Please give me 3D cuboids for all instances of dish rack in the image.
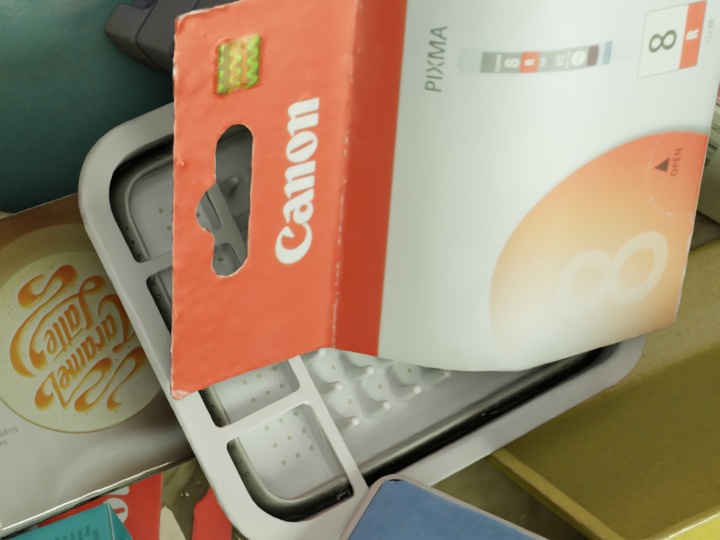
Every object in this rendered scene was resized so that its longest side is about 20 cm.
[{"bbox_3d":[0.000,0.000,0.836,0.199,0.044,0.172,-26,87,-25],"label":"dish rack"}]

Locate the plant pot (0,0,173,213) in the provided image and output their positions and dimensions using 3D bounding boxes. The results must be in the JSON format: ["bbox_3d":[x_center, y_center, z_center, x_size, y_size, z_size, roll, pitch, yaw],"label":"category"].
[{"bbox_3d":[-0.132,-0.135,0.884,0.199,0.135,0.201,1,80,-6],"label":"plant pot"}]

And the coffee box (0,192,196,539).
[{"bbox_3d":[-0.082,0.022,0.866,0.199,0.080,0.115,-20,85,-24],"label":"coffee box"}]

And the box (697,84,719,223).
[{"bbox_3d":[0.181,-0.135,0.920,0.109,0.128,0.200,33,79,7],"label":"box"}]

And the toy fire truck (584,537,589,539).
[{"bbox_3d":[0.213,0.153,0.891,0.199,0.129,0.177,-19,82,-22],"label":"toy fire truck"}]

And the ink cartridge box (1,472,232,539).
[{"bbox_3d":[-0.151,0.081,0.887,0.199,0.047,0.161,3,79,-4],"label":"ink cartridge box"}]

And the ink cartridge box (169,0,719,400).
[{"bbox_3d":[0.033,-0.032,0.752,0.199,0.163,0.050,-17,41,-27],"label":"ink cartridge box"}]

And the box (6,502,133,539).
[{"bbox_3d":[-0.171,0.163,0.828,0.199,0.083,0.049,-20,43,3],"label":"box"}]

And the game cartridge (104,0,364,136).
[{"bbox_3d":[0.001,-0.151,0.801,0.129,0.038,0.201,23,79,37],"label":"game cartridge"}]

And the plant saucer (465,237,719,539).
[{"bbox_3d":[0.145,0.056,0.863,0.199,0.200,0.049,-22,113,-16],"label":"plant saucer"}]

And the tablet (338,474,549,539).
[{"bbox_3d":[0.018,0.167,0.726,0.130,0.014,0.200,22,55,18],"label":"tablet"}]
